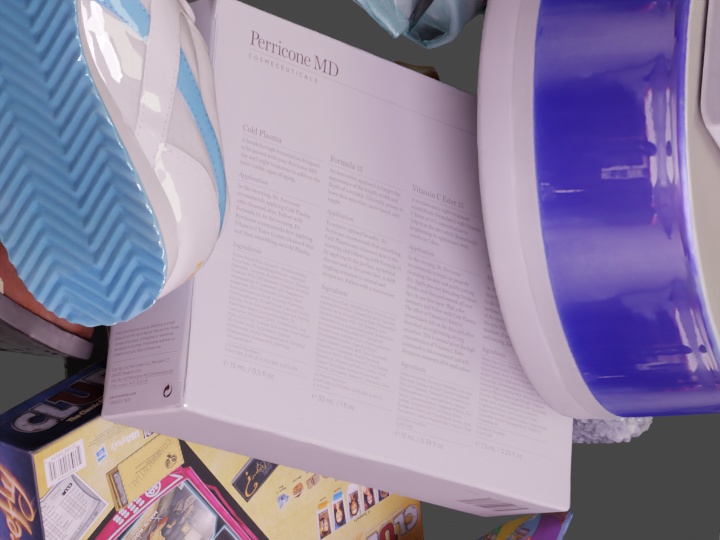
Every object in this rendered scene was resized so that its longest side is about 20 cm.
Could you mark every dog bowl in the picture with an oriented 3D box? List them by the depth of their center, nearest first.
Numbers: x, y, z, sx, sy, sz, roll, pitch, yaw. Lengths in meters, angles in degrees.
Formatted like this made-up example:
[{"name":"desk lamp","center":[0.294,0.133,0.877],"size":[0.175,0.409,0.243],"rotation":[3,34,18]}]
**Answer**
[{"name":"dog bowl","center":[0.114,-0.045,1.086],"size":[0.200,0.078,0.201],"rotation":[-2,90,-68]}]

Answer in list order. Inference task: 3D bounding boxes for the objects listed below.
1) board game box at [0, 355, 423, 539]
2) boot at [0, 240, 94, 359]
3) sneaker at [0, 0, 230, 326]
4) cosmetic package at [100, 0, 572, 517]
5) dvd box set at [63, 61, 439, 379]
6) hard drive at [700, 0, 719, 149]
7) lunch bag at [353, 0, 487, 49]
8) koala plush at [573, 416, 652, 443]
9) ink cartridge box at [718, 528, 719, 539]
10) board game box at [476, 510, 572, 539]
[{"name":"board game box","center":[-0.056,0.085,1.089],"size":[0.200,0.034,0.136],"rotation":[-28,122,-42]},{"name":"boot","center":[-0.128,-0.084,0.993],"size":[0.188,0.068,0.201],"rotation":[36,66,-42]},{"name":"sneaker","center":[-0.096,-0.087,0.934],"size":[0.081,0.076,0.201],"rotation":[-38,118,-64]},{"name":"cosmetic package","center":[0.000,0.000,1.066],"size":[0.199,0.052,0.152],"rotation":[19,71,-41]},{"name":"dvd box set","center":[-0.037,0.012,1.139],"size":[0.200,0.029,0.147],"rotation":[-26,121,-44]},{"name":"hard drive","center":[0.172,-0.072,1.093],"size":[0.200,0.026,0.133],"rotation":[47,46,-58]},{"name":"lunch bag","center":[0.026,-0.208,1.082],"size":[0.171,0.122,0.200],"rotation":[-54,131,-27]},{"name":"koala plush","center":[0.180,-0.017,1.266],"size":[0.177,0.199,0.185],"rotation":[-35,127,-39]},{"name":"ink cartridge box","center":[0.259,0.109,1.495],"size":[0.146,0.084,0.201],"rotation":[-10,109,-49]},{"name":"board game box","center":[-0.001,0.145,1.086],"size":[0.039,0.158,0.200],"rotation":[48,29,-10]}]
